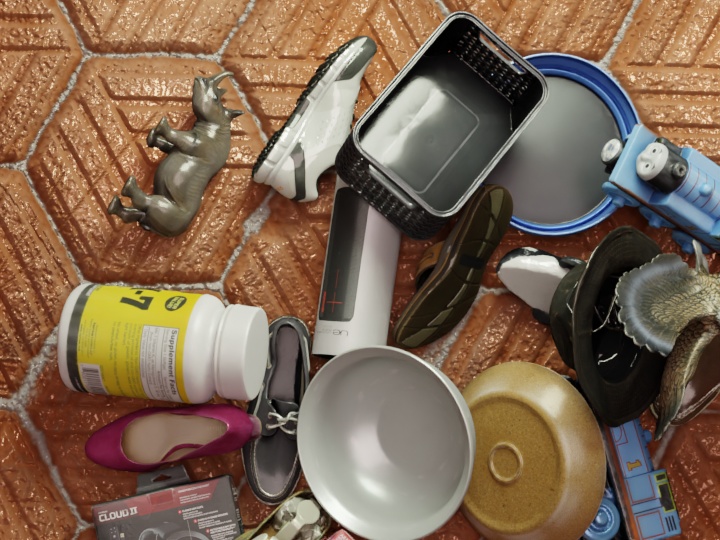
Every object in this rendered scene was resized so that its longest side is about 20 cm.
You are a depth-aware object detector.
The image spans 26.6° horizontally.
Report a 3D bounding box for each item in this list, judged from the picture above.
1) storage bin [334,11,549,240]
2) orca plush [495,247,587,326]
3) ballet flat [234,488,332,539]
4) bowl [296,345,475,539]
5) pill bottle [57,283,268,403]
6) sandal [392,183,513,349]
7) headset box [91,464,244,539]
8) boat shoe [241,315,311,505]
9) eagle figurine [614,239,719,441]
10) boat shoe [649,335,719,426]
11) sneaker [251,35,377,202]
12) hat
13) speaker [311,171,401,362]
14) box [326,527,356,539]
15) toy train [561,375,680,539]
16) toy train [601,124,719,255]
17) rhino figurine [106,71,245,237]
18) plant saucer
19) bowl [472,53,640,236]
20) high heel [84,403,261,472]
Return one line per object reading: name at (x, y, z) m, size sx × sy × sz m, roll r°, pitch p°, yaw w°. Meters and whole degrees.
storage bin at (0.083, -0.148, 1.574) m, size 0.135 × 0.094 × 0.200 m, roll 40°, pitch 72°, yaw -1°
orca plush at (0.248, 0.010, 1.629) m, size 0.198 × 0.106 × 0.071 m, roll 10°, pitch 46°, yaw 14°
ballet flat at (-0.087, 0.279, 1.530) m, size 0.070 × 0.200 × 0.071 m, roll 11°, pitch 116°, yaw 24°
bowl at (0.040, 0.172, 1.562) m, size 0.199 × 0.090 × 0.203 m, roll 3°, pitch 95°, yaw 28°
pill bottle at (-0.202, 0.077, 1.572) m, size 0.198 × 0.114 × 0.116 m, roll 5°, pitch 82°, yaw 11°
sandal at (0.092, -0.007, 1.625) m, size 0.054 × 0.081 × 0.201 m, roll 34°, pitch 103°, yaw 42°
headset box at (-0.189, 0.306, 1.577) m, size 0.147 × 0.077 × 0.202 m, roll -13°, pitch 82°, yaw -3°
boat shoe at (-0.088, 0.147, 1.607) m, size 0.072 × 0.063 × 0.202 m, roll 7°, pitch 82°, yaw 0°
eagle figurine at (0.335, 0.052, 1.516) m, size 0.199 × 0.151 × 0.152 m, roll -31°, pitch 76°, yaw -12°
boat shoe at (0.377, 0.075, 1.621) m, size 0.074 × 0.075 × 0.203 m, roll 34°, pitch 83°, yaw 3°
sneaker at (-0.036, -0.163, 1.656) m, size 0.080 × 0.074 × 0.201 m, roll 34°, pitch 87°, yaw -11°
hat at (0.237, 0.054, 1.535) m, size 0.080 × 0.200 × 0.203 m, roll 4°, pitch 80°, yaw 39°
speaker at (0.000, 0.000, 1.622) m, size 0.080 × 0.081 × 0.202 m, roll 9°, pitch 83°, yaw 0°
box at (0.016, 0.367, 1.562) m, size 0.095 × 0.100 × 0.200 m, roll -44°, pitch 85°, yaw -6°
toy train at (0.256, 0.202, 1.592) m, size 0.113 × 0.087 × 0.202 m, roll -13°, pitch 79°, yaw -11°
toy train at (0.345, -0.080, 1.601) m, size 0.199 × 0.114 × 0.087 m, roll 31°, pitch 81°, yaw -24°
rhino figurine at (-0.188, -0.128, 1.643) m, size 0.087 × 0.060 × 0.201 m, roll 31°, pitch 81°, yaw -17°
plant saucer at (0.157, 0.195, 1.559) m, size 0.199 × 0.035 × 0.202 m, roll 2°, pitch 93°, yaw 40°
bowl at (0.207, -0.135, 1.664) m, size 0.198 × 0.039 × 0.203 m, roll 0°, pitch 82°, yaw -2°
high heel at (-0.205, 0.173, 1.571) m, size 0.198 × 0.096 × 0.068 m, roll -3°, pitch 82°, yaw 14°
